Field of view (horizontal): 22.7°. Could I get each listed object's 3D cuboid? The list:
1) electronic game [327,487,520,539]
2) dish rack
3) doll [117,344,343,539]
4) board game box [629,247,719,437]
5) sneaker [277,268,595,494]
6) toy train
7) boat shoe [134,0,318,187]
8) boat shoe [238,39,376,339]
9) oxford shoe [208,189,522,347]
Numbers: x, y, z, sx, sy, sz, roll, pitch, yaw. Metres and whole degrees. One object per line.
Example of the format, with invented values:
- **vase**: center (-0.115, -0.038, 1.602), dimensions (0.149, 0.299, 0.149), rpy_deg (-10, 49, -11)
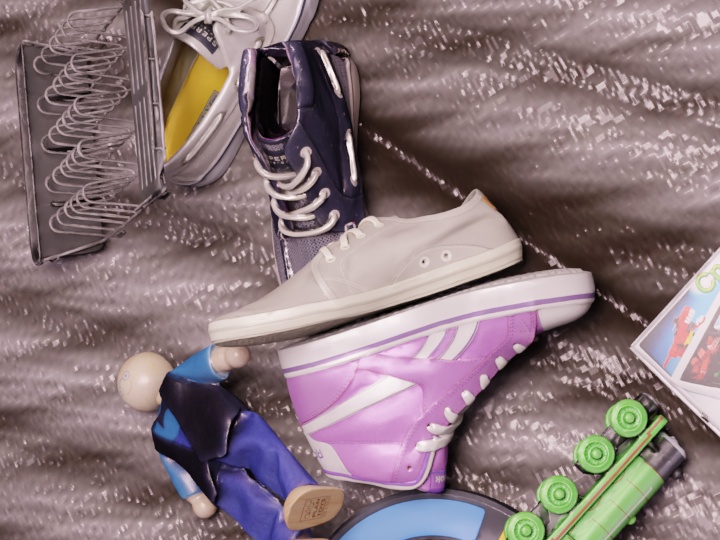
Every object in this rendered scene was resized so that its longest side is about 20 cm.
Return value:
- **electronic game**: center (0.049, 0.233, 1.094), dimensions (0.199, 0.042, 0.201), rpy_deg (-2, 86, 23)
- **dish rack**: center (-0.172, -0.095, 1.151), dimensions (0.200, 0.054, 0.154), rpy_deg (155, 109, -65)
- **doll**: center (-0.088, 0.108, 1.139), dimensions (0.200, 0.048, 0.137), rpy_deg (36, 126, 40)
- **board game box**: center (0.266, 0.014, 1.017), dimensions (0.126, 0.035, 0.200), rpy_deg (46, 104, 19)
- **sneaker**: center (0.059, 0.071, 1.088), dimensions (0.200, 0.073, 0.115), rpy_deg (-19, 88, 17)
- **toy train**: center (0.114, 0.156, 1.045), dimensions (0.056, 0.042, 0.200), rpy_deg (43, 85, 7)
- **boat shoe**: center (-0.094, -0.152, 1.158), dimensions (0.074, 0.086, 0.203), rpy_deg (32, 100, 22)
- **boat shoe**: center (-0.039, -0.050, 1.122), dimensions (0.074, 0.093, 0.201), rpy_deg (-9, 84, 22)
- **oxford shoe**: center (0.000, 0.000, 1.083), dimensions (0.199, 0.075, 0.058), rpy_deg (-19, 89, -10)
